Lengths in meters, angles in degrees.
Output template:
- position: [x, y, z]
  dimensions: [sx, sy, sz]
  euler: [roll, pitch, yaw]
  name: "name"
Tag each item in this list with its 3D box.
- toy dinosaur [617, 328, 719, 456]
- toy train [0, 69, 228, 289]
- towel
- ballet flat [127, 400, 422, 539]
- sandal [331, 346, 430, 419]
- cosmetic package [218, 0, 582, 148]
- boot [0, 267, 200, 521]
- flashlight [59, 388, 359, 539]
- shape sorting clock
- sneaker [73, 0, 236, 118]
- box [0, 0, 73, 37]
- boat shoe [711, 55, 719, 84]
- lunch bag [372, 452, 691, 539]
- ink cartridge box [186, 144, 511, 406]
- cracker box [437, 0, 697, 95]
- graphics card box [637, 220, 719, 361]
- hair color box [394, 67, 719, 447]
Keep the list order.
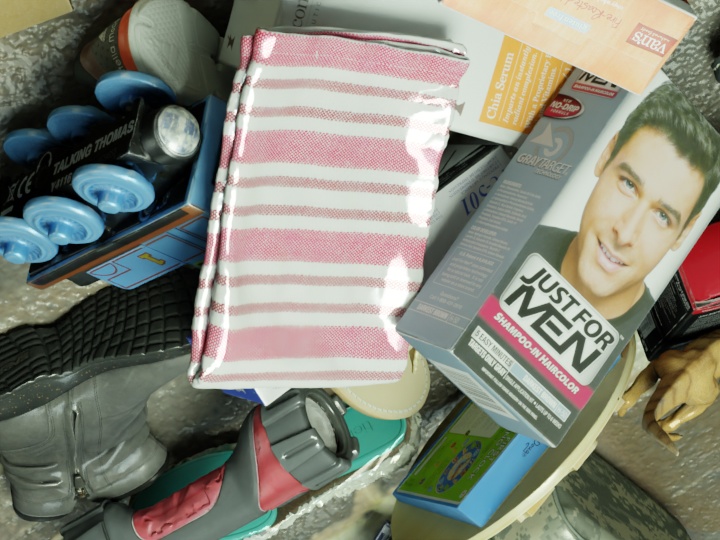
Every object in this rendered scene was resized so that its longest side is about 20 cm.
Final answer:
- position: [0.192, 0.067, 1.591]
  dimensions: [0.200, 0.060, 0.106]
  euler: [-35, 175, -45]
  name: "toy dinosaur"
- position: [-0.130, -0.041, 1.475]
  dimensions: [0.114, 0.087, 0.200]
  euler: [26, 151, -27]
  name: "toy train"
- position: [-0.017, -0.030, 1.419]
  dimensions: [0.146, 0.030, 0.201]
  euler: [0, 106, -39]
  name: "towel"
- position: [-0.050, 0.139, 1.709]
  dimensions: [0.199, 0.072, 0.072]
  euler: [-20, 130, 2]
  name: "ballet flat"
- position: [0.001, 0.020, 1.607]
  dimensions: [0.069, 0.078, 0.212]
  euler: [-11, 136, 39]
  name: "sandal"
- position: [0.032, -0.137, 1.487]
  dimensions: [0.199, 0.071, 0.102]
  euler: [12, 98, -26]
  name: "cosmetic package"
- position: [-0.143, 0.079, 1.638]
  dimensions: [0.199, 0.070, 0.132]
  euler: [-16, 134, 10]
  name: "boot"
- position: [-0.098, 0.136, 1.633]
  dimensions: [0.199, 0.068, 0.068]
  euler: [-28, 133, 21]
  name: "flashlight"
- position: [0.095, 0.104, 1.638]
  dimensions: [0.039, 0.200, 0.200]
  euler: [44, 108, -13]
  name: "shape sorting clock"
- position: [-0.086, -0.087, 1.529]
  dimensions: [0.082, 0.077, 0.200]
  euler: [-19, 135, 35]
  name: "sneaker"
- position: [-0.274, -0.172, 1.420]
  dimensions: [0.199, 0.021, 0.164]
  euler: [-21, 130, -1]
  name: "box"
- position: [0.267, -0.183, 1.554]
  dimensions: [0.060, 0.076, 0.200]
  euler: [44, 121, 2]
  name: "boat shoe"
- position: [0.119, 0.213, 1.766]
  dimensions: [0.168, 0.140, 0.200]
  euler: [-43, 126, 17]
  name: "lunch bag"
- position: [0.000, 0.000, 1.529]
  dimensions: [0.200, 0.094, 0.044]
  euler: [-37, 103, -13]
  name: "ink cartridge box"
- position: [0.083, -0.189, 1.399]
  dimensions: [0.134, 0.200, 0.058]
  euler: [21, 119, -30]
  name: "cracker box"
- position: [0.238, 0.001, 1.618]
  dimensions: [0.125, 0.051, 0.200]
  euler: [-20, 169, -5]
  name: "graphics card box"
- position: [0.119, -0.014, 1.477]
  dimensions: [0.099, 0.061, 0.200]
  euler: [42, 77, -32]
  name: "hair color box"
